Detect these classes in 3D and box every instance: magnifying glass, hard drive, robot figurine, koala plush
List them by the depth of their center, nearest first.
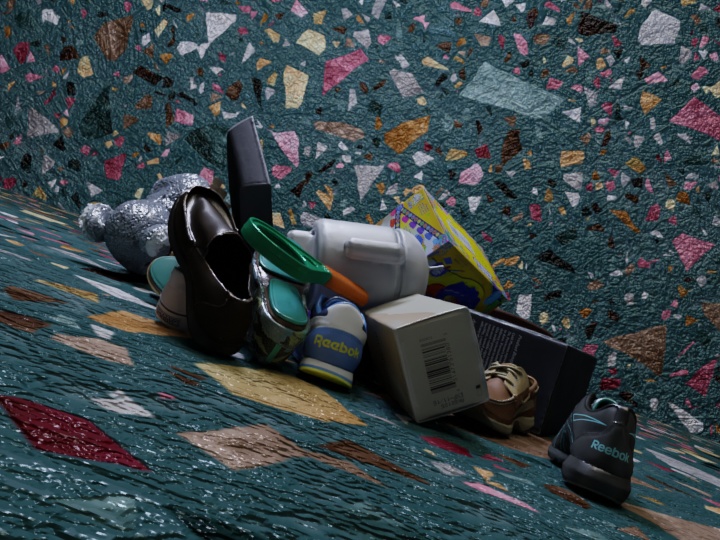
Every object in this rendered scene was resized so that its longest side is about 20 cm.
[{"bbox_3d":[-0.051,-0.001,0.762,0.080,0.023,0.199,44,9,37],"label":"magnifying glass"},{"bbox_3d":[0.000,0.000,0.905,0.195,0.116,0.170,7,-15,-13],"label":"robot figurine"},{"bbox_3d":[-0.137,-0.073,0.922,0.041,0.137,0.202,-9,-39,-13],"label":"hard drive"},{"bbox_3d":[-0.314,-0.059,1.115,0.174,0.188,0.199,18,10,21],"label":"koala plush"}]

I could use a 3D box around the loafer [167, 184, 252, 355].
[{"bbox_3d":[-0.133,-0.015,0.708,0.072,0.071,0.202,15,39,-39],"label":"loafer"}]

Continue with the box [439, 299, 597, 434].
[{"bbox_3d":[0.208,0.139,1.043,0.194,0.126,0.199,21,0,30],"label":"box"}]

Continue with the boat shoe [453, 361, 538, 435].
[{"bbox_3d":[0.155,0.140,0.839,0.074,0.075,0.199,18,-2,27],"label":"boat shoe"}]

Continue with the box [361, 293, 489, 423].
[{"bbox_3d":[0.060,0.084,0.770,0.076,0.097,0.200,-15,2,-8],"label":"box"}]

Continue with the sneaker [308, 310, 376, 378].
[{"bbox_3d":[-0.007,0.087,0.919,0.196,0.071,0.099,19,1,9],"label":"sneaker"}]

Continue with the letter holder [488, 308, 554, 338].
[{"bbox_3d":[0.242,0.143,1.246,0.196,0.145,0.101,19,-1,-7],"label":"letter holder"}]

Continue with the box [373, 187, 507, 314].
[{"bbox_3d":[0.094,0.014,1.165,0.199,0.191,0.123,36,24,-43],"label":"box"}]

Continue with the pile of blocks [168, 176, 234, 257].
[{"bbox_3d":[-0.202,-0.030,0.938,0.061,0.200,0.083,31,40,-13],"label":"pile of blocks"}]

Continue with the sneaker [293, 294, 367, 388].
[{"bbox_3d":[-0.029,0.070,0.793,0.072,0.084,0.200,17,-2,-9],"label":"sneaker"}]

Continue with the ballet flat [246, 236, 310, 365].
[{"bbox_3d":[-0.091,0.030,0.768,0.073,0.075,0.201,19,22,-11],"label":"ballet flat"}]

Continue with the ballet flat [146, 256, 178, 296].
[{"bbox_3d":[-0.167,0.044,0.897,0.196,0.070,0.063,22,-29,1],"label":"ballet flat"}]

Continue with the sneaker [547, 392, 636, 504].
[{"bbox_3d":[0.226,0.160,0.693,0.074,0.081,0.200,18,-3,9],"label":"sneaker"}]

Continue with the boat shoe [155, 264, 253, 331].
[{"bbox_3d":[-0.143,0.009,0.805,0.072,0.066,0.200,26,20,12],"label":"boat shoe"}]
